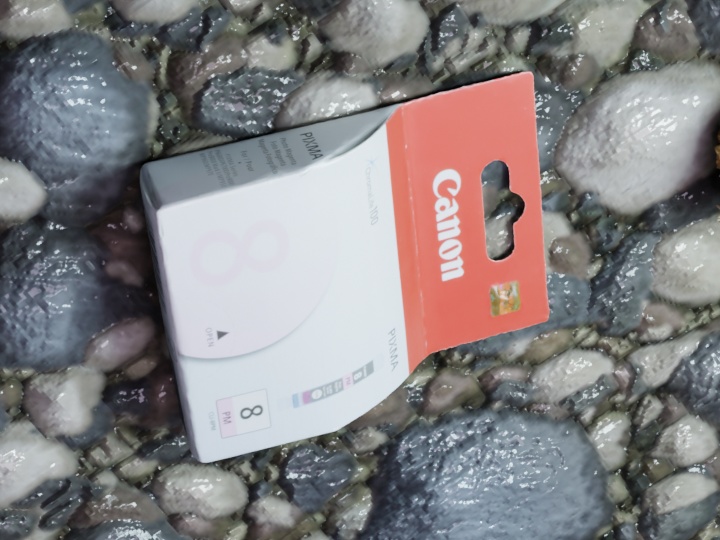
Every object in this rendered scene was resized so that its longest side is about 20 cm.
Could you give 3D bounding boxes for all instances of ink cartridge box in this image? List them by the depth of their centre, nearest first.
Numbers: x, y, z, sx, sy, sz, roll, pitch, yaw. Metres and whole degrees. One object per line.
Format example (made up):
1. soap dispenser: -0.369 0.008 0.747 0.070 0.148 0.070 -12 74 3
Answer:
1. ink cartridge box: 0.000 0.000 1.237 0.199 0.057 0.163 -11 128 -6

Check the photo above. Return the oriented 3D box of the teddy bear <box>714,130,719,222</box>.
1. teddy bear: 0.277 -0.043 1.293 0.200 0.067 0.145 31 108 -35
